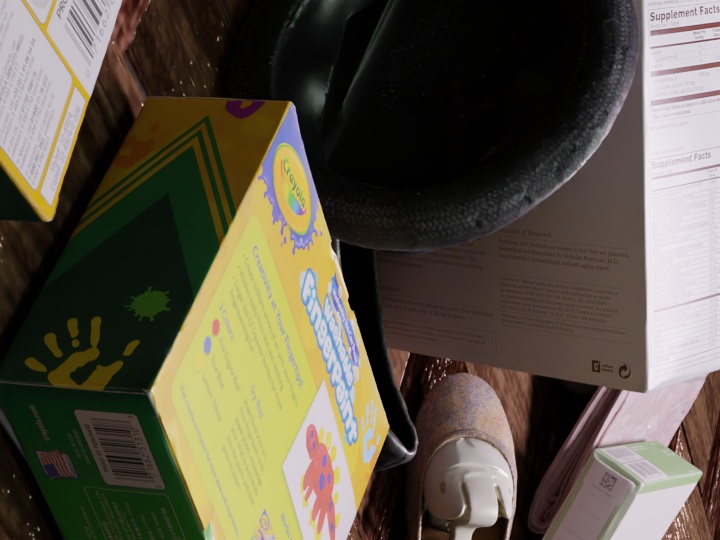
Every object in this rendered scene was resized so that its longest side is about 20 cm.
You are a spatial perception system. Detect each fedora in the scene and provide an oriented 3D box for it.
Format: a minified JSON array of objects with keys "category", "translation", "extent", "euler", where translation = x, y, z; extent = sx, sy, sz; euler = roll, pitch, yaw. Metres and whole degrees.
[{"category":"fedora","translation":[0.034,-0.079,1.034],"extent":[0.092,0.200,0.201],"euler":[82,19,-59]}]

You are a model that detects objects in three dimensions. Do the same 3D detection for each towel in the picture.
[{"category":"towel","translation":[0.198,0.101,1.568],"extent":[0.191,0.032,0.200],"euler":[-60,159,8]}]

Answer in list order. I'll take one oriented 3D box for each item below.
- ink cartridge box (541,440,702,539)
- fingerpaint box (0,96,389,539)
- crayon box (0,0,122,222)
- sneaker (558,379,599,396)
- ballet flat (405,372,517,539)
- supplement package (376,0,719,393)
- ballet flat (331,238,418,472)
[{"category":"ink cartridge box","translation":[0.150,0.214,1.511],"extent":[0.200,0.048,0.145],"euler":[-60,159,11]},{"category":"fingerpaint box","translation":[-0.063,0.056,0.923],"extent":[0.200,0.073,0.167],"euler":[73,29,-42]},{"category":"crayon box","translation":[-0.144,-0.121,0.721],"extent":[0.200,0.051,0.126],"euler":[62,36,-54]},{"category":"sneaker","translation":[0.188,0.039,1.601],"extent":[0.200,0.060,0.104],"euler":[-72,150,-43]},{"category":"ballet flat","translation":[0.059,0.156,1.247],"extent":[0.067,0.068,0.201],"euler":[158,-63,-76]},{"category":"supplement package","translation":[0.115,-0.057,1.165],"extent":[0.147,0.191,0.201],"euler":[-13,105,-46]},{"category":"ballet flat","translation":[0.000,0.000,1.100],"extent":[0.066,0.057,0.201],"euler":[-7,94,-65]}]
